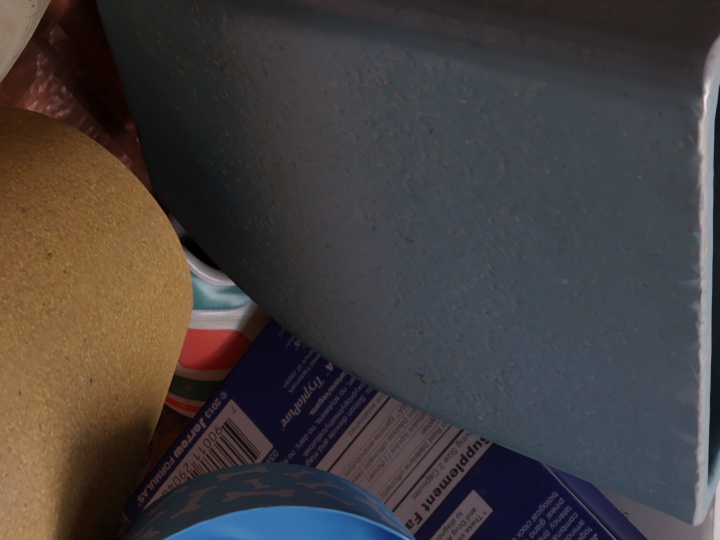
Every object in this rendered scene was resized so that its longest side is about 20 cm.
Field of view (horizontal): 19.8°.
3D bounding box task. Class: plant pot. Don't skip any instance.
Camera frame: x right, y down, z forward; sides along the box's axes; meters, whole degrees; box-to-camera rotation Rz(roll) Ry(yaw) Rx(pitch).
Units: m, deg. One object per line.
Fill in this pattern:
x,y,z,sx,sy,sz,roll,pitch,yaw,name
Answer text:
-0.136,0.047,0.555,0.200,0.186,0.187,-49,146,-39,plant pot
0.036,-0.076,0.619,0.196,0.199,0.197,80,30,-51,plant pot

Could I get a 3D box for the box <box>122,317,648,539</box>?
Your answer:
0.021,0.101,0.658,0.121,0.200,0.032,-51,149,11,box

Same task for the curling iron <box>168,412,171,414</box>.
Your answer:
0.000,0.000,0.801,0.200,0.026,0.050,-31,174,-30,curling iron

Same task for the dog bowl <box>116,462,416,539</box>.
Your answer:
-0.011,0.140,0.560,0.111,0.050,0.200,-20,111,0,dog bowl

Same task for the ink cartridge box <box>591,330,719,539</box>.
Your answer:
0.076,0.130,0.726,0.145,0.145,0.201,26,67,-59,ink cartridge box

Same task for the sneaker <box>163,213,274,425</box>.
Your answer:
-0.001,-0.030,0.742,0.200,0.070,0.094,-37,145,-26,sneaker

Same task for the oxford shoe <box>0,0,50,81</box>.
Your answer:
-0.096,-0.136,0.568,0.200,0.070,0.075,-63,168,8,oxford shoe
